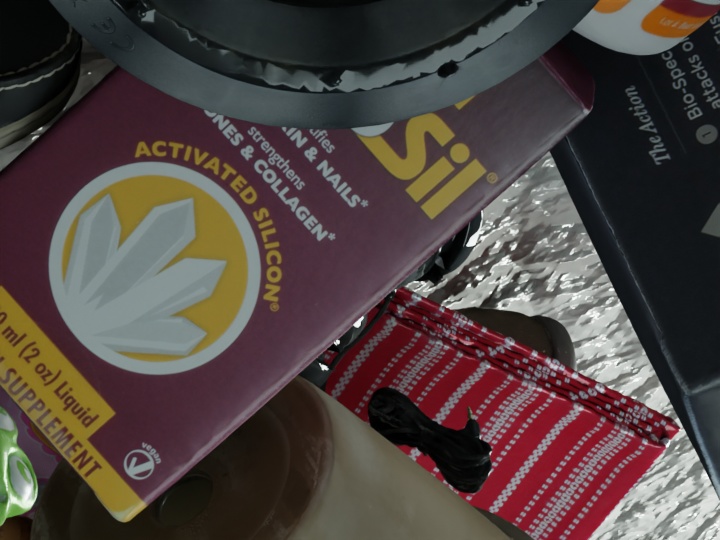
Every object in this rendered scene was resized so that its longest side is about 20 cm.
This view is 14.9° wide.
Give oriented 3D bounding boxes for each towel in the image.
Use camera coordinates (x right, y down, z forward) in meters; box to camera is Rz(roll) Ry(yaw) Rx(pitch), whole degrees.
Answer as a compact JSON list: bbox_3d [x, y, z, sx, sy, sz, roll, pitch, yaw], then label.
[{"bbox_3d":[0.011,0.071,1.125,0.199,0.023,0.145,25,127,-16],"label":"towel"}]

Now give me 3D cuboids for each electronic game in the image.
[{"bbox_3d":[-0.009,-0.133,0.771,0.199,0.042,0.201,-2,118,-3],"label":"electronic game"}]

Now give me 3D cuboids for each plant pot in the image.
[{"bbox_3d":[-0.028,0.131,0.982,0.199,0.200,0.174,-27,131,7],"label":"plant pot"}]

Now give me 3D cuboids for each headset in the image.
[{"bbox_3d":[0.000,0.000,0.999,0.123,0.094,0.200,-40,142,-21],"label":"headset"}]

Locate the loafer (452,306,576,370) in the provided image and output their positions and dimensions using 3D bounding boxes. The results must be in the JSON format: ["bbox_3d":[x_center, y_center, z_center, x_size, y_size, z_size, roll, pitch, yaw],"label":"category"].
[{"bbox_3d":[0.002,0.073,1.190,0.071,0.073,0.200,28,122,-35],"label":"loafer"}]

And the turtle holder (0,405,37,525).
[{"bbox_3d":[-0.189,0.033,0.831,0.185,0.142,0.131,-24,160,36],"label":"turtle holder"}]

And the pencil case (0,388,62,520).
[{"bbox_3d":[-0.119,0.076,1.081,0.087,0.088,0.200,-6,145,-28],"label":"pencil case"}]

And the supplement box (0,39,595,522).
[{"bbox_3d":[-0.034,-0.031,0.878,0.200,0.110,0.086,-41,-176,10],"label":"supplement box"}]

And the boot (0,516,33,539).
[{"bbox_3d":[-0.152,0.085,0.982,0.155,0.077,0.201,25,87,-32],"label":"boot"}]

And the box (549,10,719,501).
[{"bbox_3d":[0.168,-0.059,0.946,0.199,0.197,0.118,-25,152,3],"label":"box"}]

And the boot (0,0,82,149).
[{"bbox_3d":[-0.156,-0.099,0.782,0.199,0.073,0.151,0,144,-27],"label":"boot"}]

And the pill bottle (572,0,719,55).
[{"bbox_3d":[0.124,-0.165,0.824,0.200,0.113,0.113,-40,147,28],"label":"pill bottle"}]
